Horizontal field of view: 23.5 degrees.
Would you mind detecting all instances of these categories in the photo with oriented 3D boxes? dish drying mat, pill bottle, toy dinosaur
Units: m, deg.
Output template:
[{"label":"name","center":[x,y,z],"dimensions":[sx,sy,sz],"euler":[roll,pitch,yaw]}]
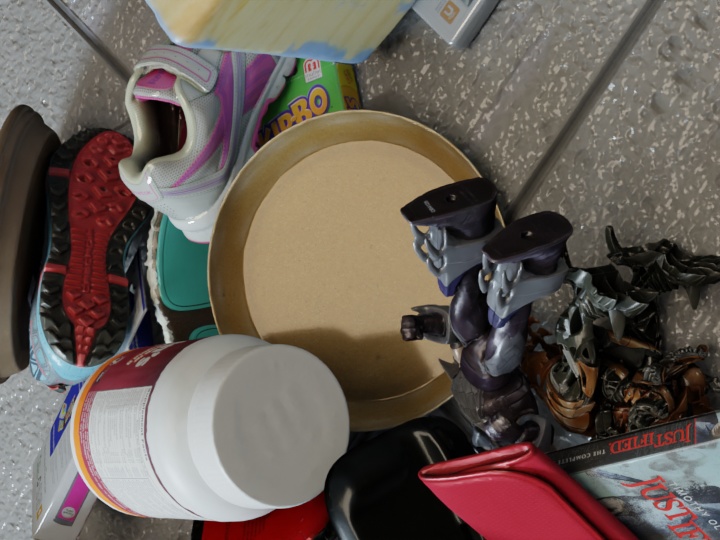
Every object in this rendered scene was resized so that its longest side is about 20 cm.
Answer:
[{"label":"dish drying mat","center":[0.118,0.157,0.963],"dimensions":[0.076,0.200,0.018],"euler":[-17,45,35]},{"label":"pill bottle","center":[-0.093,0.096,1.050],"dimensions":[0.199,0.108,0.111],"euler":[-11,84,59]},{"label":"toy dinosaur","center":[0.142,0.056,0.998],"dimensions":[0.198,0.102,0.137],"euler":[19,118,16]}]

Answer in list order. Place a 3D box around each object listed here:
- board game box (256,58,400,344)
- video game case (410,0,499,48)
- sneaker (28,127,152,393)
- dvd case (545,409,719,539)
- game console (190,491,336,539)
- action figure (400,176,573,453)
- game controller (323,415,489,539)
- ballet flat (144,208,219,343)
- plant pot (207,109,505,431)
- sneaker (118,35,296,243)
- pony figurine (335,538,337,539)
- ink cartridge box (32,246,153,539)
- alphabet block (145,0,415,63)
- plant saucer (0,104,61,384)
[{"label":"board game box","center":[-0.031,-0.044,1.155],"dimensions":[0.095,0.030,0.202],"euler":[-17,84,34]},{"label":"video game case","center":[0.059,-0.275,1.088],"dimensions":[0.182,0.023,0.201],"euler":[47,116,25]},{"label":"sneaker","center":[-0.201,-0.009,1.220],"dimensions":[0.096,0.079,0.202],"euler":[-47,29,51]},{"label":"dvd case","center":[0.174,0.133,0.949],"dimensions":[0.198,0.146,0.022],"euler":[-19,44,33]},{"label":"game console","center":[-0.050,0.202,1.093],"dimensions":[0.172,0.200,0.119],"euler":[-38,105,10]},{"label":"action figure","center":[0.070,0.042,0.984],"dimensions":[0.130,0.069,0.201],"euler":[40,148,37]},{"label":"game controller","center":[0.053,0.185,0.978],"dimensions":[0.202,0.104,0.042],"euler":[65,152,4]},{"label":"ballet flat","center":[-0.116,0.035,1.198],"dimensions":[0.071,0.071,0.203],"euler":[-10,83,35]},{"label":"plant pot","center":[0.000,0.000,1.101],"dimensions":[0.197,0.027,0.203],"euler":[0,90,16]},{"label":"sneaker","center":[-0.102,-0.125,1.131],"dimensions":[0.081,0.088,0.203],"euler":[1,76,39]},{"label":"pony figurine","center":[0.024,0.233,1.064],"dimensions":[0.193,0.165,0.203],"euler":[-159,71,-66]},{"label":"ink cartridge box","center":[-0.183,0.091,1.233],"dimensions":[0.201,0.037,0.095],"euler":[-64,20,21]},{"label":"alphabet block","center":[-0.043,-0.265,1.034],"dimensions":[0.200,0.194,0.197],"euler":[-48,67,28]},{"label":"plant saucer","center":[-0.240,-0.016,1.228],"dimensions":[0.029,0.200,0.203],"euler":[8,97,-1]}]
